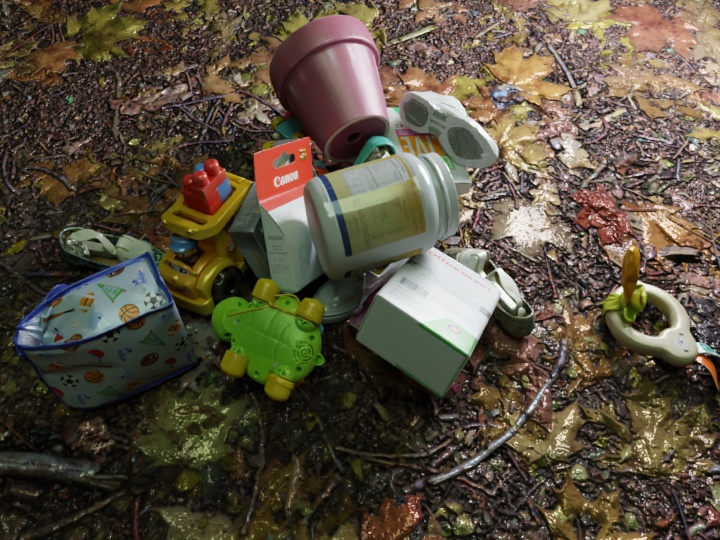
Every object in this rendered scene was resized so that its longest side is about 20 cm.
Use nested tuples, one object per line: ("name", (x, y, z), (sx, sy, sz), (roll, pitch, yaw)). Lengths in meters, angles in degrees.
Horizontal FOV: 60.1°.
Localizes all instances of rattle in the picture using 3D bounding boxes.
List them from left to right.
("rattle", (0.465, 0.066, 0.910), (0.128, 0.145, 0.200), (-17, 48, -35))

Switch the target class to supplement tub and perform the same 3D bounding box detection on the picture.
("supplement tub", (0.028, -0.082, 0.885), (0.195, 0.146, 0.146), (-17, 56, -12))

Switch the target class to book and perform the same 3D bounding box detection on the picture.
("book", (0.108, -0.213, 1.113), (0.130, 0.049, 0.204), (-6, 54, -12))

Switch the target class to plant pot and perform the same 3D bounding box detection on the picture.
("plant pot", (-0.038, -0.301, 1.084), (0.196, 0.201, 0.182), (-20, 73, -15))

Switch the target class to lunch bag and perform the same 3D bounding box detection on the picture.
("lunch bag", (-0.349, 0.094, 0.860), (0.197, 0.172, 0.124), (-28, 55, -18))

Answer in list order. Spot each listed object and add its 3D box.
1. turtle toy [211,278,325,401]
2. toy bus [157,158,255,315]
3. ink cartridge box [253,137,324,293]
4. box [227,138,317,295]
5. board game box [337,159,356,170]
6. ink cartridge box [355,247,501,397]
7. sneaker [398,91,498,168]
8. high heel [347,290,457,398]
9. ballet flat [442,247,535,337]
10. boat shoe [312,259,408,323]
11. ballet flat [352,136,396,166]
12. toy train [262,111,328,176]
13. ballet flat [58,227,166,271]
("turtle toy", (-0.136, 0.094, 0.902), (0.196, 0.101, 0.149), (22, 81, 17))
("toy bus", (-0.237, -0.066, 0.954), (0.133, 0.194, 0.202), (20, 58, 23))
("ink cartridge box", (-0.088, -0.089, 0.945), (0.046, 0.205, 0.160), (3, 20, 26))
("box", (-0.119, -0.082, 0.992), (0.047, 0.160, 0.203), (2, 51, 25))
("board game box", (0.078, -0.203, 1.154), (0.197, 0.041, 0.154), (29, 59, 19))
("ink cartridge box", (0.104, 0.062, 0.884), (0.144, 0.085, 0.200), (32, 32, 11))
("sneaker", (0.168, -0.260, 1.090), (0.199, 0.079, 0.099), (40, 46, 12))
("high heel", (0.079, 0.104, 0.926), (0.198, 0.068, 0.096), (31, 61, 31))
("ballet flat", (0.204, 0.015, 0.979), (0.067, 0.076, 0.201), (-29, 59, -19))
("boat shoe", (0.003, 0.003, 0.979), (0.199, 0.087, 0.075), (-30, 59, -21))
("ballet flat", (0.000, -0.135, 1.040), (0.203, 0.067, 0.070), (-62, 29, -4))
("toy train", (-0.108, -0.211, 1.151), (0.146, 0.056, 0.204), (7, 53, -1))
("ballet flat", (-0.401, -0.030, 1.012), (0.194, 0.075, 0.076), (7, 54, 4))
